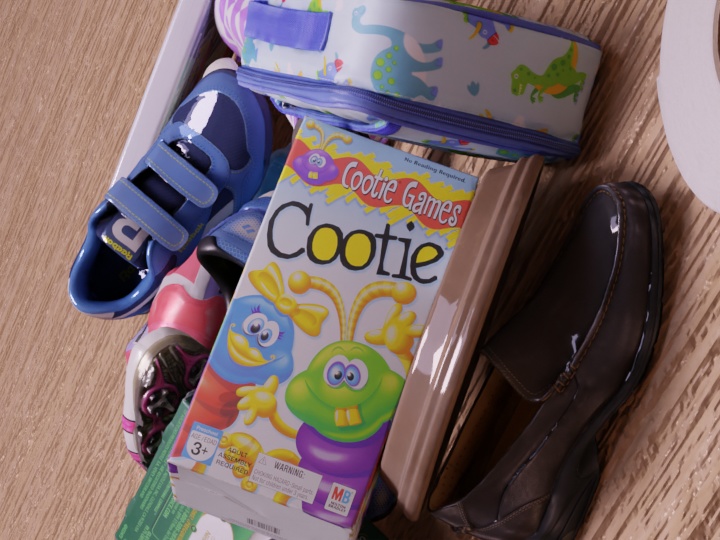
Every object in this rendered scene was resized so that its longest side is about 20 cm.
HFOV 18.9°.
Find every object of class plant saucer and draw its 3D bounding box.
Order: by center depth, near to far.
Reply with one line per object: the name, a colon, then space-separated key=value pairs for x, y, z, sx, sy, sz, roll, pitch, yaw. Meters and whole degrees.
plant saucer: x=0.051 y=0.031 z=1.123 sx=0.200 sy=0.029 sz=0.201 roll=20 pitch=-90 yaw=-85

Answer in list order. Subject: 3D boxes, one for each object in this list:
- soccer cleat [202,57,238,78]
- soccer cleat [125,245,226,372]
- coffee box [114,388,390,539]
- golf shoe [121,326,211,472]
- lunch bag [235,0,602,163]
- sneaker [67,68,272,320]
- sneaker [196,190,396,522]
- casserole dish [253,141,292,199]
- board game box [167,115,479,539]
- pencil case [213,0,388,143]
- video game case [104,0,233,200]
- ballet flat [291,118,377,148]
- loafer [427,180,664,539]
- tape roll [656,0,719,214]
soccer cleat: x=-0.114 y=-0.057 z=1.519 sx=0.069 sy=0.077 sz=0.201 roll=-110 pitch=23 yaw=-51
soccer cleat: x=-0.114 y=0.036 z=1.438 sx=0.200 sy=0.066 sz=0.077 roll=130 pitch=161 yaw=-77
coffee box: x=-0.045 y=0.173 z=1.237 sx=0.200 sy=0.044 sz=0.123 roll=42 pitch=126 yaw=20
golf shoe: x=-0.119 y=0.089 z=1.336 sx=0.092 sy=0.072 sz=0.200 roll=47 pitch=162 yaw=29
lunch bag: x=0.025 y=-0.113 z=1.198 sx=0.200 sy=0.160 sz=0.083 roll=21 pitch=98 yaw=64
sneaker: x=-0.127 y=-0.043 z=1.428 sx=0.074 sy=0.082 sz=0.201 roll=38 pitch=113 yaw=13
sneaker: x=-0.039 y=0.058 z=1.260 sx=0.078 sy=0.089 sz=0.201 roll=-33 pitch=82 yaw=56
casserole dish: x=-0.050 y=0.013 z=1.450 sx=0.121 sy=0.039 sz=0.201 roll=37 pitch=114 yaw=63
board game box: x=-0.019 y=0.038 z=1.158 sx=0.103 sy=0.104 sz=0.201 roll=97 pitch=-167 yaw=-72
pencil case: x=-0.039 y=-0.142 z=1.435 sx=0.086 sy=0.083 sz=0.200 roll=-67 pitch=28 yaw=19
video game case: x=-0.133 y=-0.116 z=1.579 sx=0.182 sy=0.023 sz=0.201 roll=-26 pitch=-43 yaw=-84
ballet flat: x=0.000 y=0.000 z=1.307 sx=0.067 sy=0.046 sz=0.202 roll=-6 pitch=95 yaw=54
loafer: x=0.094 y=0.048 z=1.082 sx=0.073 sy=0.072 sz=0.201 roll=38 pitch=114 yaw=62
tape roll: x=0.203 y=-0.118 z=0.966 sx=0.203 sy=0.037 sz=0.204 roll=-36 pitch=48 yaw=55
